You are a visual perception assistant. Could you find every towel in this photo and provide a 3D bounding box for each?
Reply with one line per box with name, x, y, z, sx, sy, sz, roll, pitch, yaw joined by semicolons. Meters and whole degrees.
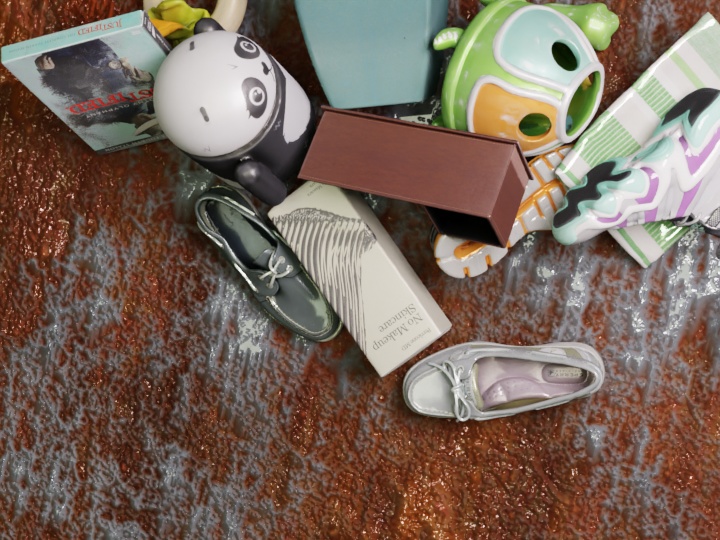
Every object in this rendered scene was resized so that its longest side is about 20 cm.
towel;0.295;-0.115;1.205;0.200;0.023;0.152;-44;111;10

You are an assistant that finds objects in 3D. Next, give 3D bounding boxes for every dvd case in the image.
dvd case;-0.236;-0.178;1.261;0.145;0.200;0.022;-12;68;12

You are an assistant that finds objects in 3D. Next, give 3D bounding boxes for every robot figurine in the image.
robot figurine;-0.113;-0.149;1.228;0.150;0.200;0.125;30;88;22

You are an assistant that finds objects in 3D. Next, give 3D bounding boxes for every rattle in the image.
rattle;-0.178;-0.313;1.263;0.130;0.142;0.201;42;114;43

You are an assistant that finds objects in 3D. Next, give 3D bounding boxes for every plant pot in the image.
plant pot;0.014;-0.259;1.230;0.140;0.141;0.201;-4;100;12

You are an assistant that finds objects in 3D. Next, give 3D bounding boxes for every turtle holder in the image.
turtle holder;0.160;-0.179;1.202;0.131;0.185;0.142;24;116;28

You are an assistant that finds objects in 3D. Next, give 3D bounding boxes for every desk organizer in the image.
desk organizer;0.049;-0.087;1.192;0.199;0.072;0.077;13;71;25

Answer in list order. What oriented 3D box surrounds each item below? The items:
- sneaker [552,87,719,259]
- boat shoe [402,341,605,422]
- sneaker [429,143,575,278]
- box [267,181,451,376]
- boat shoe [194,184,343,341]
sneaker;0.284;-0.054;1.174;0.200;0.078;0.140;-37;111;7
boat shoe;0.137;0.108;1.262;0.201;0.065;0.075;-4;93;12
sneaker;0.150;-0.068;1.246;0.199;0.077;0.079;-27;109;-6
box;0.000;0.000;1.283;0.082;0.068;0.200;-37;85;12
boat shoe;-0.097;-0.004;1.307;0.073;0.062;0.200;-42;85;11
